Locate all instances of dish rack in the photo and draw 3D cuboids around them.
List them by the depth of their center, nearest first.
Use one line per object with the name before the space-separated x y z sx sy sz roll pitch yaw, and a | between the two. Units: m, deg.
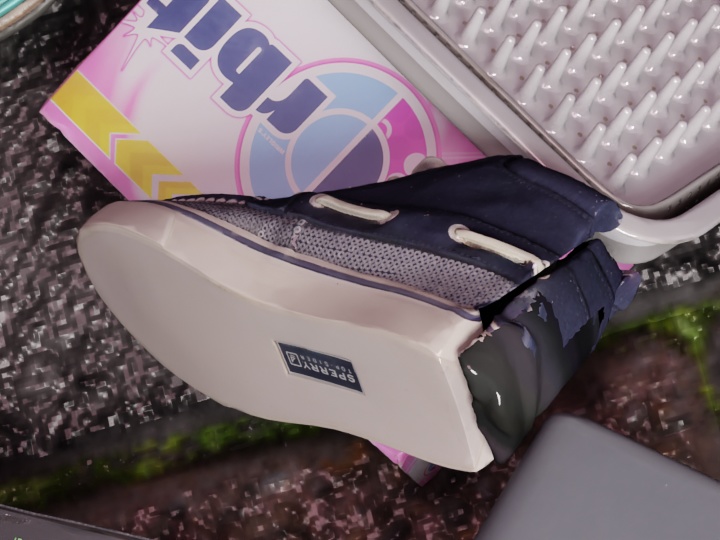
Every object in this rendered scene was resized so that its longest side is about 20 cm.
dish rack | 0.073 -0.092 0.877 0.200 0.044 0.171 45 48 16

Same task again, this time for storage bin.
storage bin | 0.079 0.141 0.794 0.145 0.200 0.135 25 75 14

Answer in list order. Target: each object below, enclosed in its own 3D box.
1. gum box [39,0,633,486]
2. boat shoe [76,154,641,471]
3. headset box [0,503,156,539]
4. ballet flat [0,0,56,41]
gum box | -0.012 -0.034 0.903 0.114 0.066 0.200 -46 75 -2
boat shoe | 0.000 0.000 0.818 0.199 0.075 0.093 20 50 41
headset box | -0.132 0.169 0.873 0.199 0.093 0.175 11 81 12
ballet flat | -0.101 -0.161 0.945 0.068 0.068 0.201 31 87 16
